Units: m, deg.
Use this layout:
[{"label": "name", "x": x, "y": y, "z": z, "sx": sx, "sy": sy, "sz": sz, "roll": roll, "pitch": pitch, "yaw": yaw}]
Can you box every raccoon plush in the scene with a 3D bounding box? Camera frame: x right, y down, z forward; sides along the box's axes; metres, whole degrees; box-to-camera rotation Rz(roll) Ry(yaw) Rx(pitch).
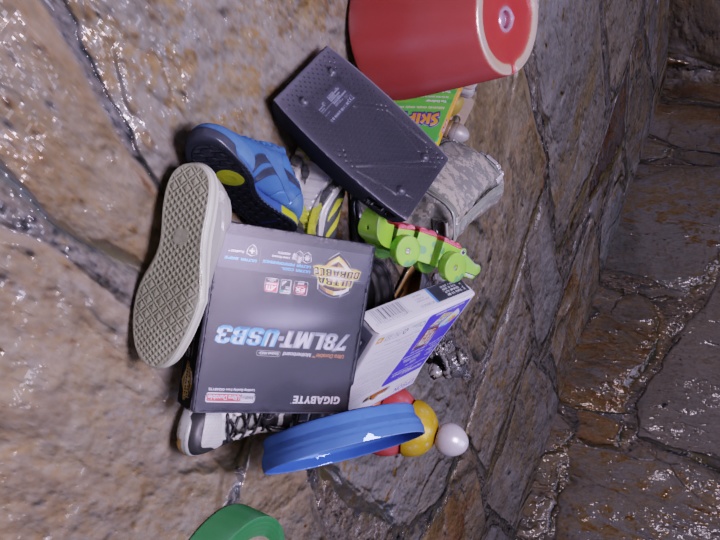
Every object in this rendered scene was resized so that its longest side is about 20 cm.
[{"label": "raccoon plush", "x": 0.153, "y": 0.098, "z": 1.354, "sx": 0.097, "sy": 0.133, "sz": 0.201, "roll": 45, "pitch": 63, "yaw": -59}]

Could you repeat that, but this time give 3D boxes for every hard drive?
[{"label": "hard drive", "x": -0.001, "y": -0.155, "z": 0.900, "sx": 0.135, "sy": 0.200, "sz": 0.042, "roll": -55, "pitch": -170, "yaw": -35}]

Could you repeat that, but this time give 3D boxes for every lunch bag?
[{"label": "lunch bag", "x": 0.100, "y": -0.108, "z": 1.112, "sx": 0.200, "sy": 0.167, "sz": 0.140, "roll": -40, "pitch": 137, "yaw": -50}]

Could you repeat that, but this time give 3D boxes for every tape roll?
[{"label": "tape roll", "x": -0.171, "y": 0.400, "z": 0.972, "sx": 0.200, "sy": 0.048, "sz": 0.202, "roll": -39, "pitch": 136, "yaw": -51}]

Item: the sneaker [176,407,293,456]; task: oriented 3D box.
[{"label": "sneaker", "x": -0.125, "y": 0.159, "z": 0.897, "sx": 0.200, "sy": 0.087, "sz": 0.076, "roll": -29, "pitch": 130, "yaw": -54}]

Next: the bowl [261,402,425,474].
[{"label": "bowl", "x": -0.022, "y": 0.201, "z": 0.923, "sx": 0.200, "sy": 0.199, "sz": 0.040, "roll": 22, "pitch": 50, "yaw": -63}]

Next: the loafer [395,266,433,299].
[{"label": "loafer", "x": 0.064, "y": 0.071, "z": 1.253, "sx": 0.201, "sy": 0.072, "sz": 0.073, "roll": -64, "pitch": 144, "yaw": -42}]

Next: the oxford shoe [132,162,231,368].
[{"label": "oxford shoe", "x": -0.169, "y": -0.003, "z": 0.749, "sx": 0.058, "sy": 0.075, "sz": 0.202, "roll": 14, "pitch": 89, "yaw": -73}]

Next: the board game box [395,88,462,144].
[{"label": "board game box", "x": 0.092, "y": -0.255, "z": 1.099, "sx": 0.030, "sy": 0.095, "sz": 0.201, "roll": 68, "pitch": 43, "yaw": -63}]

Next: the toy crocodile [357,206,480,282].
[{"label": "toy crocodile", "x": 0.076, "y": -0.030, "z": 0.974, "sx": 0.199, "sy": 0.067, "sz": 0.062, "roll": 18, "pitch": 92, "yaw": -35}]

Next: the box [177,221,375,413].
[{"label": "box", "x": -0.089, "y": 0.055, "z": 0.847, "sx": 0.199, "sy": 0.050, "sz": 0.200, "roll": 9, "pitch": 91, "yaw": -33}]

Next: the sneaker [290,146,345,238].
[{"label": "sneaker", "x": -0.058, "y": -0.079, "z": 0.944, "sx": 0.085, "sy": 0.074, "sz": 0.201, "roll": 69, "pitch": 41, "yaw": -76}]

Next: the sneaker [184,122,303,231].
[{"label": "sneaker", "x": -0.118, "y": -0.111, "z": 0.810, "sx": 0.200, "sy": 0.065, "sz": 0.079, "roll": 45, "pitch": 49, "yaw": -59}]

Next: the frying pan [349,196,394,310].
[{"label": "frying pan", "x": -0.008, "y": 0.013, "z": 0.990, "sx": 0.115, "sy": 0.031, "sz": 0.191, "roll": -57, "pitch": 135, "yaw": -32}]

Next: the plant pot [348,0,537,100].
[{"label": "plant pot", "x": 0.113, "y": -0.315, "z": 0.973, "sx": 0.200, "sy": 0.176, "sz": 0.202, "roll": -14, "pitch": 108, "yaw": -47}]

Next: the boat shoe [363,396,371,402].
[{"label": "boat shoe", "x": -0.036, "y": 0.117, "z": 1.060, "sx": 0.067, "sy": 0.072, "sz": 0.202, "roll": -25, "pitch": 112, "yaw": -46}]

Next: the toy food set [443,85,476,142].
[{"label": "toy food set", "x": 0.172, "y": -0.280, "z": 1.222, "sx": 0.144, "sy": 0.060, "sz": 0.200, "roll": -62, "pitch": 176, "yaw": -25}]

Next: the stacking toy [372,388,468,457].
[{"label": "stacking toy", "x": 0.067, "y": 0.240, "z": 1.175, "sx": 0.146, "sy": 0.199, "sz": 0.147, "roll": 17, "pitch": 90, "yaw": -73}]

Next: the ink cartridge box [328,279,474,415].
[{"label": "ink cartridge box", "x": 0.038, "y": 0.109, "z": 1.017, "sx": 0.197, "sy": 0.043, "sz": 0.201, "roll": -19, "pitch": 146, "yaw": -45}]

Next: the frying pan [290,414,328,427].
[{"label": "frying pan", "x": -0.076, "y": 0.186, "z": 1.076, "sx": 0.116, "sy": 0.031, "sz": 0.190, "roll": -68, "pitch": 155, "yaw": -19}]
